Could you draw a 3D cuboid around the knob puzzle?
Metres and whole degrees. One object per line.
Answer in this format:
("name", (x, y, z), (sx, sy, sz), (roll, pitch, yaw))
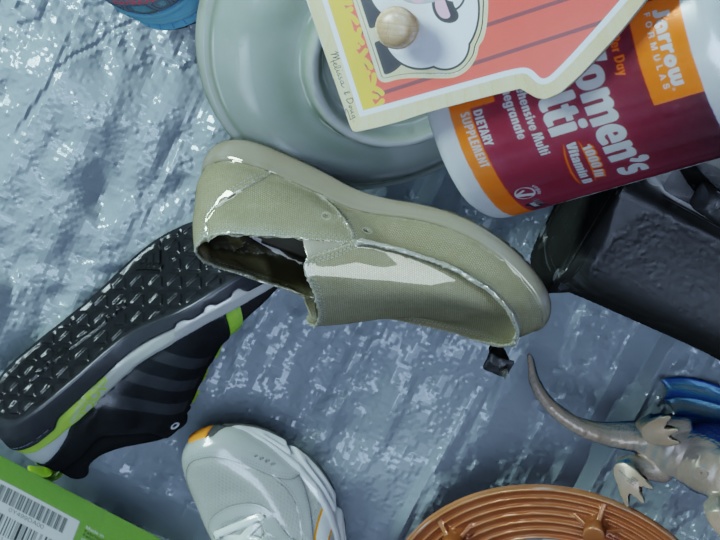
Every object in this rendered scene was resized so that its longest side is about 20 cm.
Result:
("knob puzzle", (0.056, -0.172, 0.968), (0.219, 0.030, 0.220), (3, 101, 17))

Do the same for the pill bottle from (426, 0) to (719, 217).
("pill bottle", (0.138, -0.100, 1.029), (0.200, 0.110, 0.110), (-16, 109, 23))

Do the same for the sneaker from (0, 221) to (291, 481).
("sneaker", (-0.113, 0.046, 1.203), (0.200, 0.072, 0.083), (-34, 130, 10))

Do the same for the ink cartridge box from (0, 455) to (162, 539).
("ink cartridge box", (-0.198, 0.216, 1.244), (0.148, 0.076, 0.200), (29, 131, -11))

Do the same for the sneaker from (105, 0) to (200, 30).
("sneaker", (-0.070, -0.208, 1.082), (0.079, 0.095, 0.200), (44, 106, 29))

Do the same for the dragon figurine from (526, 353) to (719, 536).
("dragon figurine", (0.186, 0.098, 1.219), (0.200, 0.099, 0.059), (20, 109, 12))

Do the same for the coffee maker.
("coffee maker", (0.203, 0.004, 1.168), (0.200, 0.135, 0.192), (28, 130, -9))

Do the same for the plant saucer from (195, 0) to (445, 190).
("plant saucer", (0.017, -0.121, 1.114), (0.200, 0.050, 0.201), (-10, 124, -15))

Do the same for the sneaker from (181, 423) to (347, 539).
("sneaker", (-0.044, 0.179, 1.213), (0.076, 0.092, 0.200), (-22, 107, 31))

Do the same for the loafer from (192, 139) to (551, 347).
("loafer", (0.000, 0.000, 1.121), (0.200, 0.076, 0.068), (21, 63, 12))

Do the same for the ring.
("ring", (0.110, 0.208, 1.241), (0.200, 0.019, 0.201), (6, 121, 10))
